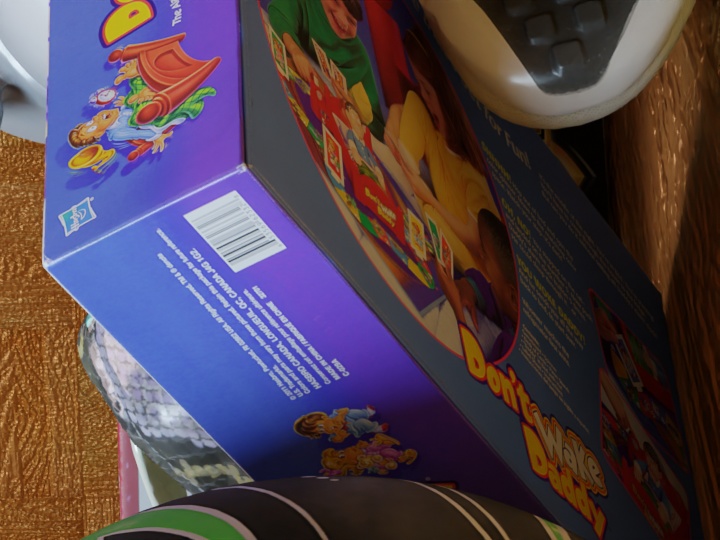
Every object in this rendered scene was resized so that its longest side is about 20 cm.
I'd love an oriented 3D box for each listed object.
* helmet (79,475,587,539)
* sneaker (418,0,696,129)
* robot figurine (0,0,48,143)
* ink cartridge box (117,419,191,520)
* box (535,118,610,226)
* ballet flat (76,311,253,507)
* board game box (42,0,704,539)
[{"bbox_3d":[-0.009,0.130,0.533,0.191,0.200,0.200,-70,-16,-54],"label":"helmet"},{"bbox_3d":[0.047,-0.086,0.689,0.200,0.075,0.081,-91,-11,-54],"label":"sneaker"},{"bbox_3d":[-0.059,-0.089,0.768,0.170,0.113,0.200,-50,17,-14],"label":"robot figurine"},{"bbox_3d":[-0.020,0.012,1.134,0.200,0.145,0.145,-96,5,-66],"label":"ink cartridge box"},{"bbox_3d":[0.045,0.066,0.861,0.159,0.046,0.200,98,171,-65],"label":"box"},{"bbox_3d":[-0.001,0.067,0.704,0.200,0.072,0.072,53,-164,-29],"label":"ballet flat"},{"bbox_3d":[0.009,0.002,0.635,0.200,0.045,0.135,49,-155,-38],"label":"board game box"}]
